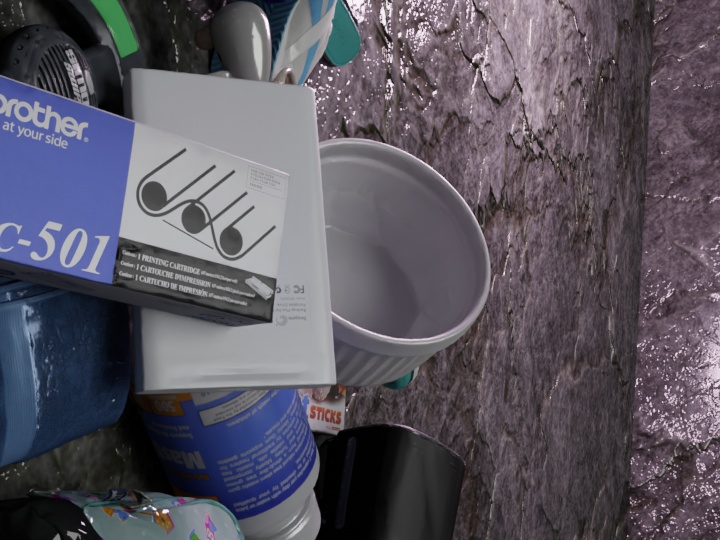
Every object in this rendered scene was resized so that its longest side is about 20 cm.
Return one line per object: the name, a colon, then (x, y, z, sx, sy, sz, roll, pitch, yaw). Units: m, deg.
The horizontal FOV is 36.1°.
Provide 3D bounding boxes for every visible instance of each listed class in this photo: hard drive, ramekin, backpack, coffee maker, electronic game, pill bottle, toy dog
hard drive: (-0.084, -0.025, 0.714, 0.130, 0.026, 0.203, 1, 77, -28)
ramekin: (0.000, 0.000, 0.924, 0.105, 0.198, 0.202, -53, -168, 49)
backpack: (-0.145, 0.205, 0.654, 0.200, 0.125, 0.170, 21, 64, -71)
coffee maker: (0.032, 0.250, 0.979, 0.135, 0.189, 0.203, 53, 42, -53)
electronic game: (-0.188, -0.108, 0.667, 0.199, 0.041, 0.203, -5, 90, -65)
pill bottle: (-0.093, 0.118, 0.800, 0.112, 0.110, 0.202, -59, 141, -50)
toy dog: (-0.107, -0.081, 0.797, 0.132, 0.095, 0.203, 66, 24, -66)

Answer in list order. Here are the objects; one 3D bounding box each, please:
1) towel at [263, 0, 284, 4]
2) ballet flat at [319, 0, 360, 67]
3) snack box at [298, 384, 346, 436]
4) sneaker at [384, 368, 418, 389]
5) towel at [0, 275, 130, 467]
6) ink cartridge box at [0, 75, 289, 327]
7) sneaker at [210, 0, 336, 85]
towel: (-0.099, -0.305, 0.792, 0.147, 0.049, 0.203, 7, 83, -59)
ballet flat: (-0.055, -0.263, 0.959, 0.201, 0.072, 0.074, 67, 32, -50)
snack box: (-0.063, 0.102, 0.974, 0.200, 0.024, 0.073, 28, 63, -63)
sneaker: (-0.007, 0.049, 1.066, 0.080, 0.077, 0.201, -57, 133, -33)
towel: (-0.202, 0.056, 0.630, 0.199, 0.048, 0.114, -14, 103, -66)
ink cartridge box: (-0.134, -0.033, 0.621, 0.198, 0.044, 0.096, 16, 74, -39)
sneaker: (-0.051, -0.225, 0.894, 0.202, 0.076, 0.081, -60, 164, 12)
